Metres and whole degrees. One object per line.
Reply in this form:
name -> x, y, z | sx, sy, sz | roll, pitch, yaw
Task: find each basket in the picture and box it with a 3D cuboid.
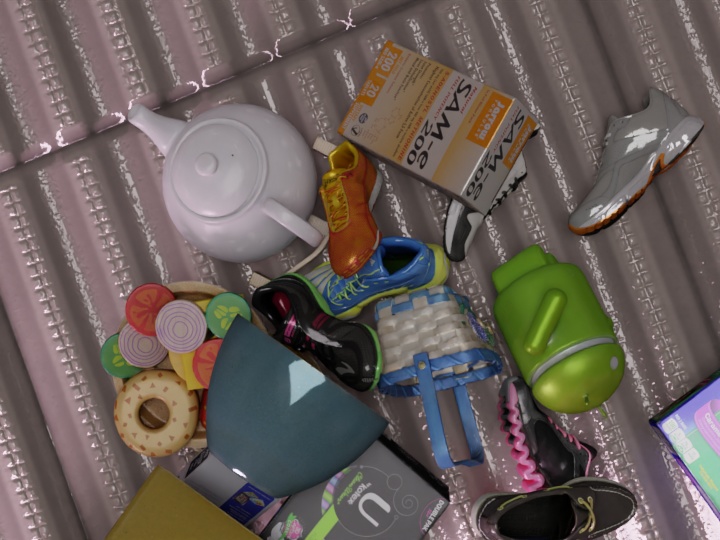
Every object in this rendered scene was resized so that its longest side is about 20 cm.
basket -> 0.092, 0.124, 1.491 | 0.137, 0.176, 0.203 | -12, 80, 14

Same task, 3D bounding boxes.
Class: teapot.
teapot -> -0.147, -0.105, 1.509 | 0.197, 0.146, 0.200 | -12, 80, 13

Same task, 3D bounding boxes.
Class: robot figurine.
robot figurine -> 0.225, 0.073, 1.495 | 0.115, 0.175, 0.202 | -32, 63, 17

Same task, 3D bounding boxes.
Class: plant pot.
plant pot -> -0.207, 0.378, 1.433 | 0.193, 0.197, 0.200 | 31, 57, 18
plant pot -> -0.087, 0.158, 1.391 | 0.199, 0.200, 0.135 | 35, 85, 4

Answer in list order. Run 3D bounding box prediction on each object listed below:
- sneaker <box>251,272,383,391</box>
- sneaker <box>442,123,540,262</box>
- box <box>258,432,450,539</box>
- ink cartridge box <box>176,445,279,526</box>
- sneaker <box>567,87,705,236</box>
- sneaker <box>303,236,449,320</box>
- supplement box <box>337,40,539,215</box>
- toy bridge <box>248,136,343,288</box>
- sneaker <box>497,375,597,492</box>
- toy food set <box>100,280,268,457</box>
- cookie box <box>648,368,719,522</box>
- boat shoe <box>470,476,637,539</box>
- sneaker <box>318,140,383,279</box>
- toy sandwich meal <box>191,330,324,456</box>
sneaker -> -0.051, 0.075, 1.474 | 0.199, 0.083, 0.078 | 35, 120, 37
sneaker -> 0.151, -0.103, 1.543 | 0.079, 0.074, 0.202 | 20, 91, 1
box -> -0.012, 0.290, 1.519 | 0.148, 0.124, 0.201 | 39, 90, 4
ink cartridge box -> -0.159, 0.255, 1.526 | 0.099, 0.039, 0.200 | 34, 130, -16
sneaker -> 0.304, -0.128, 1.540 | 0.200, 0.076, 0.092 | -44, 79, -6
sneaker -> 0.000, 0.000, 1.522 | 0.198, 0.105, 0.077 | -17, 68, 11
supplement box -> 0.086, -0.165, 1.504 | 0.199, 0.073, 0.127 | 30, 90, 35
toy bridge -> -0.062, -0.061, 1.578 | 0.067, 0.027, 0.202 | 26, 90, 3
sneaker -> 0.224, 0.209, 1.532 | 0.094, 0.079, 0.202 | -21, 98, -4
toy food set -> -0.196, 0.107, 1.499 | 0.197, 0.049, 0.201 | -9, 97, 7
cookie box -> 0.463, 0.184, 1.513 | 0.199, 0.075, 0.172 | -36, 86, 1
boat shoe -> 0.226, 0.275, 1.470 | 0.198, 0.060, 0.073 | -4, 92, -17
sneaker -> -0.020, -0.067, 1.492 | 0.073, 0.201, 0.077 | -34, 123, 24
toy sandwich meal -> -0.128, 0.157, 1.555 | 0.202, 0.070, 0.208 | 0, 89, 4
